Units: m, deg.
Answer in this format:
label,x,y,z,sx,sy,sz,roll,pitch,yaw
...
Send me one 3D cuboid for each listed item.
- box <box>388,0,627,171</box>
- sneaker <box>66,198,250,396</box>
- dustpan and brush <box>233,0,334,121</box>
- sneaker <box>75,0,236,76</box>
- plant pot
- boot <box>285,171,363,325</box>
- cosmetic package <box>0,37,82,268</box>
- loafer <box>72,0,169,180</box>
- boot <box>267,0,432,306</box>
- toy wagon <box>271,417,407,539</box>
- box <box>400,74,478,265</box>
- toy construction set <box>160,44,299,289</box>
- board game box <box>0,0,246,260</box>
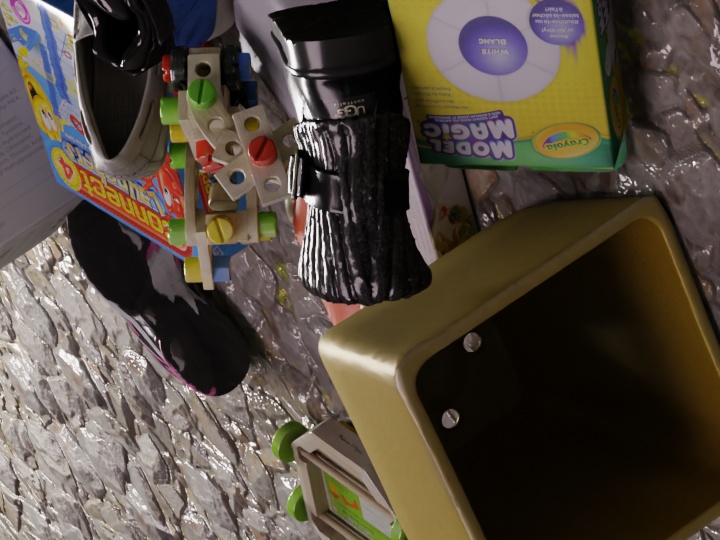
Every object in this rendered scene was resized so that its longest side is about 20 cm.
label,x,y,z,sx,sy,sz,roll,pitch,yaw
box,0.079,-0.126,1.378,0.117,0.048,0.200,2,133,18
sneaker,-0.167,0.025,2.019,0.200,0.080,0.086,58,166,9
dustpan and brush,-0.034,-0.175,1.584,0.140,0.057,0.200,53,164,34
sneaker,-0.139,-0.218,1.611,0.077,0.111,0.200,27,136,32
plant pot,0.085,0.074,1.515,0.200,0.194,0.196,15,134,61
boot,0.000,0.000,1.709,0.107,0.075,0.200,33,139,44
cosmetic package,-0.351,-0.091,2.092,0.200,0.165,0.165,55,154,-1
loafer,-0.159,-0.161,1.705,0.070,0.070,0.200,26,-121,-79
boot,-0.006,-0.073,1.461,0.211,0.079,0.158,-79,-20,-74
toy wagon,0.003,0.204,1.978,0.155,0.040,0.200,33,148,39
box,0.040,-0.056,1.599,0.041,0.039,0.200,23,140,46
toy construction set,-0.089,-0.072,1.649,0.200,0.092,0.131,131,139,-72
board game box,-0.174,-0.122,1.872,0.200,0.056,0.196,30,144,42
